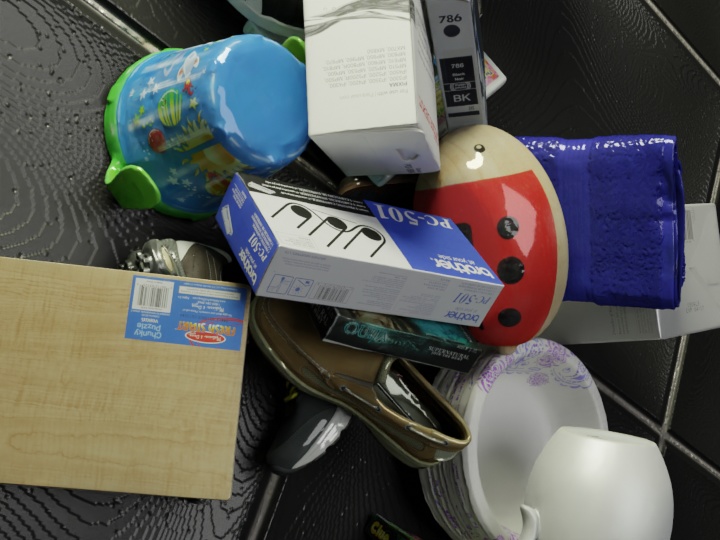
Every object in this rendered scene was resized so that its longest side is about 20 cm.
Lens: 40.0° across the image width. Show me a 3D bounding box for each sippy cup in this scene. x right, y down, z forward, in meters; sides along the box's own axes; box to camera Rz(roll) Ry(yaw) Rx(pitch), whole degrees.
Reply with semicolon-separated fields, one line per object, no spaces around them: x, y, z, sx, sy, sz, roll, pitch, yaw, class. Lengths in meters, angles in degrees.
-0.106;-0.115;0.751;0.139;0.130;0.179;21;71;-35;sippy cup

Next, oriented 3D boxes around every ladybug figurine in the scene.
0.104;-0.022;0.837;0.072;0.135;0.201;-27;104;-57;ladybug figurine

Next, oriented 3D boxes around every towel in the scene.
0.180;-0.045;0.861;0.050;0.199;0.148;-28;117;-58;towel

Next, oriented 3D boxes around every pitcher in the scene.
0.171;0.234;0.816;0.171;0.121;0.201;9;88;-25;pitcher

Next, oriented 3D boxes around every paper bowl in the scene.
0.134;0.165;0.925;0.200;0.104;0.202;7;78;-39;paper bowl

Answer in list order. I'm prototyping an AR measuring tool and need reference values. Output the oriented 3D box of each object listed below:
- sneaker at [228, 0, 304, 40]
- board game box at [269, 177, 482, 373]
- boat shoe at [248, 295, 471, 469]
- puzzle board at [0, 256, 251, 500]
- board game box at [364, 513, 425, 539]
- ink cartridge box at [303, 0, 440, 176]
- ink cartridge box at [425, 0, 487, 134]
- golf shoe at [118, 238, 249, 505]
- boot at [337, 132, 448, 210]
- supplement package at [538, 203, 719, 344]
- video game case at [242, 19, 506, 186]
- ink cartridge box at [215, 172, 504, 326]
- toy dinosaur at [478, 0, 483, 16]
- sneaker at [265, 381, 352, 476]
-0.078;-0.270;0.789;0.200;0.112;0.073;30;55;-23;sneaker
0.000;0.000;0.793;0.135;0.200;0.028;15;117;-32;board game box
0.005;0.074;0.761;0.200;0.076;0.072;37;60;-11;boat shoe
-0.181;0.074;0.679;0.199;0.017;0.151;6;78;-9;puzzle board
0.102;0.281;0.882;0.200;0.105;0.024;35;86;-32;board game box
0.009;-0.184;0.758;0.147;0.082;0.201;34;52;-77;ink cartridge box
0.078;-0.206;0.810;0.200;0.039;0.100;69;20;-55;ink cartridge box
-0.118;0.073;0.748;0.094;0.078;0.201;-7;89;-40;golf shoe
0.052;-0.104;0.938;0.199;0.075;0.097;-5;64;-34;boot
0.236;0.008;0.971;0.121;0.200;0.120;-6;88;-40;supplement package
0.020;-0.195;0.902;0.182;0.024;0.200;49;54;-1;video game case
0.001;-0.013;0.726;0.199;0.094;0.044;10;121;-34;ink cartridge box
0.084;-0.291;0.894;0.200;0.102;0.136;-41;109;-30;toy dinosaur
-0.039;0.076;0.828;0.084;0.074;0.200;35;59;-13;sneaker
